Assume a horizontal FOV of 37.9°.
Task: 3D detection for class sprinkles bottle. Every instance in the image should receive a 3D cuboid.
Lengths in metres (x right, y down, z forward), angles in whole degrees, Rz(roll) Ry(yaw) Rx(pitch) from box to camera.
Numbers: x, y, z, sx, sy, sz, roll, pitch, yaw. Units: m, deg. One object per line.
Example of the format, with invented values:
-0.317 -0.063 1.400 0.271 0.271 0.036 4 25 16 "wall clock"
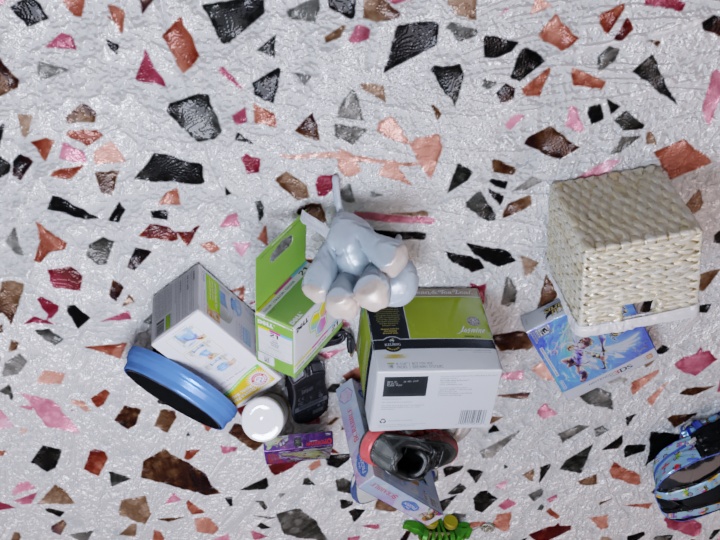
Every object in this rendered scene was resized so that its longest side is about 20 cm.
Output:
-0.153 0.237 1.720 0.067 0.200 0.070 0 86 0 "sprinkles bottle"

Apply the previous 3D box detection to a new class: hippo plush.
0.000 0.000 1.579 0.160 0.200 0.161 -47 151 4 "hippo plush"

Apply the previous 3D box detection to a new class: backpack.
0.645 0.379 1.994 0.197 0.136 0.184 -25 128 10 "backpack"

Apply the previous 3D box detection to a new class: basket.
0.394 -0.031 1.589 0.194 0.201 0.163 -10 128 -2 "basket"

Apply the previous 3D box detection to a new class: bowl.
-0.290 0.191 1.673 0.198 0.040 0.201 27 161 10 "bowl"

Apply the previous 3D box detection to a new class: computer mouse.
-0.071 0.167 1.775 0.139 0.046 0.202 -26 139 -17 "computer mouse"

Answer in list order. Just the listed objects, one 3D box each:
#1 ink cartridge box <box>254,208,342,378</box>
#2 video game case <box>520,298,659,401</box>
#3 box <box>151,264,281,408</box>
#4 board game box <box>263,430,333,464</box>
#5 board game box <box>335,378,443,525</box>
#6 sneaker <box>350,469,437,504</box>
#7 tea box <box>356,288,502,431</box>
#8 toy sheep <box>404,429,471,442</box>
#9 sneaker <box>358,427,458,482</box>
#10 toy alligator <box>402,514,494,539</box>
-0.092 0.036 1.588 0.075 0.148 0.202 21 133 22 "ink cartridge box"
0.396 0.116 1.804 0.179 0.046 0.201 -28 127 12 "video game case"
-0.225 0.107 1.652 0.101 0.113 0.200 -33 127 17 "box"
-0.108 0.308 1.818 0.118 0.033 0.200 -1 164 -4 "board game box"
0.049 0.309 1.787 0.041 0.201 0.199 -34 133 20 "board game box"
0.058 0.385 1.936 0.075 0.089 0.199 34 118 -32 "sneaker"
0.103 0.138 1.676 0.196 0.198 0.135 0 130 -8 "tea box"
0.140 0.239 1.810 0.198 0.139 0.138 12 129 -45 "toy sheep"
0.094 0.296 1.672 0.198 0.097 0.072 11 100 -40 "sneaker"
0.181 0.526 2.088 0.196 0.055 0.060 6 128 -14 "toy alligator"
